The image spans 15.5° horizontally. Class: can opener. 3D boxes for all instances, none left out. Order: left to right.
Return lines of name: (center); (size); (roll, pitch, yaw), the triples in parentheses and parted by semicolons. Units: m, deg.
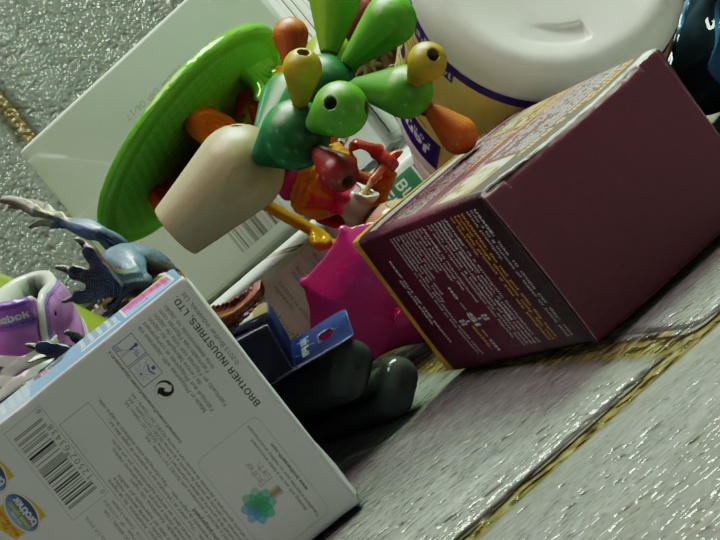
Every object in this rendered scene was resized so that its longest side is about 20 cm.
can opener: (-0.035, 0.087, 1.393); (0.200, 0.053, 0.067); (-24, 47, 63)

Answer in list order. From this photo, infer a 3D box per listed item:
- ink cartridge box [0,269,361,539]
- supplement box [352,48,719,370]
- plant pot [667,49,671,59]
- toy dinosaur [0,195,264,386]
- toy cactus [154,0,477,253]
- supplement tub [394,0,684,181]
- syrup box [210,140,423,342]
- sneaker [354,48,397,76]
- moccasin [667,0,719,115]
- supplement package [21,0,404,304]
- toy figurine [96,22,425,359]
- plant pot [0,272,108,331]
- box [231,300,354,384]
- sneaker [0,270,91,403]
ink cartridge box: (-0.121, 0.113, 1.221); (0.200, 0.137, 0.076); (-39, 5, -6)
supplement box: (0.088, -0.023, 1.244); (0.110, 0.086, 0.200); (-40, 6, -17)
plant pot: (0.169, -0.224, 1.744); (0.183, 0.200, 0.200); (-51, 12, -26)
toy dinosaur: (-0.115, 0.030, 1.405); (0.181, 0.199, 0.105); (-8, -71, -69)
toy cactus: (-0.028, -0.071, 1.319); (0.165, 0.102, 0.200); (-43, 22, 8)
supplement tub: (0.092, -0.119, 1.427); (0.145, 0.145, 0.200); (-40, -16, -18)
syrup box: (0.000, 0.000, 1.587); (0.200, 0.079, 0.081); (-40, 7, -17)
sneaker: (0.073, -0.117, 1.650); (0.090, 0.199, 0.067); (59, -134, -85)
moccasin: (0.203, -0.145, 1.490); (0.068, 0.081, 0.200); (-39, 4, 32)
supplement package: (-0.085, -0.087, 1.709); (0.200, 0.156, 0.111); (-40, -1, 23)
toy figurine: (-0.018, -0.031, 1.486); (0.200, 0.184, 0.150); (-30, -26, -56)
plant pot: (-0.253, 0.080, 1.680); (0.201, 0.193, 0.200); (-57, 0, -1)
box: (-0.097, 0.066, 1.343); (0.199, 0.032, 0.121); (-30, 6, 0)
sneaker: (-0.187, 0.080, 1.470); (0.072, 0.115, 0.201); (-14, 37, 7)
